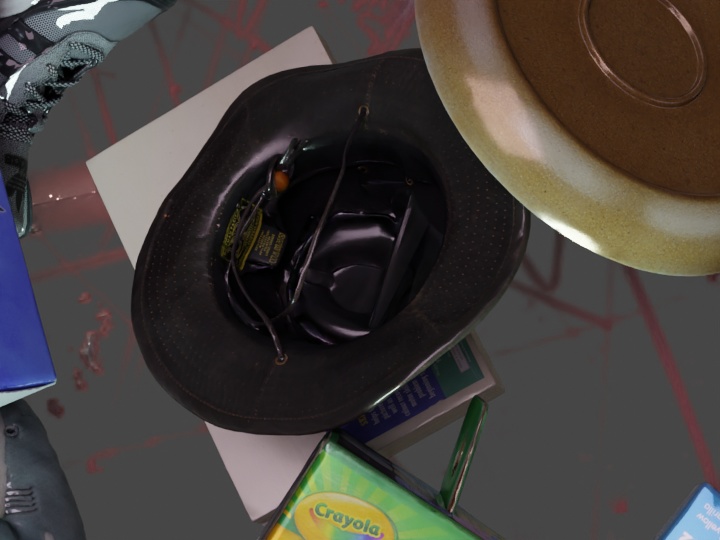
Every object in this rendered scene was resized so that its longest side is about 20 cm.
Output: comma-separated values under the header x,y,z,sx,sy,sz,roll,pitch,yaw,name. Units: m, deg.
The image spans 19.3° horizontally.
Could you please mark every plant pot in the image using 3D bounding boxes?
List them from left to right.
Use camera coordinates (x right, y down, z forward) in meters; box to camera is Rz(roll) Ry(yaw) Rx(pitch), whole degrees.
x,y,z,sx,sy,sz,roll,pitch,yaw,name
0.115,-0.092,0.902,0.027,0.199,0.201,-46,64,47,plant pot

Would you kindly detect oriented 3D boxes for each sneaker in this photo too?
x,y,z,sx,sy,sz,roll,pitch,yaw,name
-0.163,-0.080,1.028,0.199,0.075,0.115,-20,74,17,sneaker

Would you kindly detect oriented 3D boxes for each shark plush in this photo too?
x,y,z,sx,sy,sz,roll,pitch,yaw,name
-0.127,0.145,0.974,0.200,0.091,0.083,38,60,24,shark plush

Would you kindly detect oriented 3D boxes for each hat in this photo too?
x,y,z,sx,sy,sz,roll,pitch,yaw,name
0.000,0.000,0.927,0.199,0.081,0.202,-18,54,26,hat

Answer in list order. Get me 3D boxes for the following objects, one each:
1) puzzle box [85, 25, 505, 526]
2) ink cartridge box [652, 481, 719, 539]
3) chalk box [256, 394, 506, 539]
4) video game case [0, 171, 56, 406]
x,y,z,sx,sy,sz,roll,pitch,yaw,name
-0.034,0.002,0.997,0.132,0.025,0.201,-29,72,8,puzzle box
0.105,0.186,0.866,0.068,0.115,0.201,37,89,10,ink cartridge box
0.008,0.146,0.888,0.123,0.124,0.201,34,89,1,chalk box
-0.241,-0.015,0.997,0.180,0.045,0.202,-22,81,36,video game case
